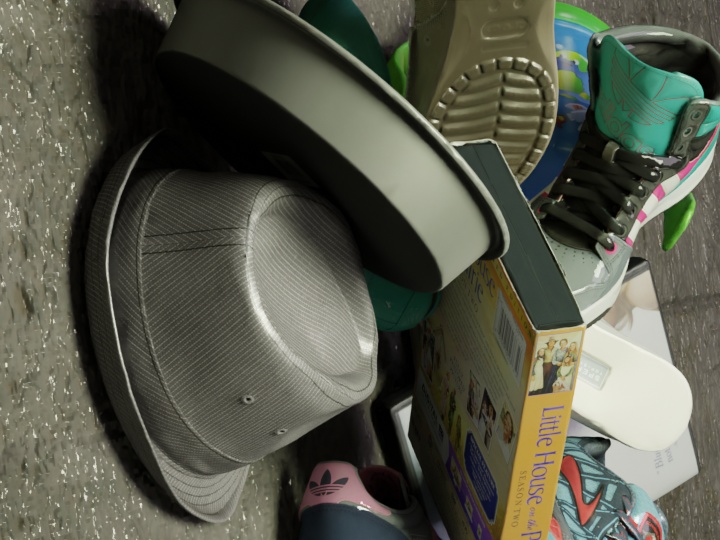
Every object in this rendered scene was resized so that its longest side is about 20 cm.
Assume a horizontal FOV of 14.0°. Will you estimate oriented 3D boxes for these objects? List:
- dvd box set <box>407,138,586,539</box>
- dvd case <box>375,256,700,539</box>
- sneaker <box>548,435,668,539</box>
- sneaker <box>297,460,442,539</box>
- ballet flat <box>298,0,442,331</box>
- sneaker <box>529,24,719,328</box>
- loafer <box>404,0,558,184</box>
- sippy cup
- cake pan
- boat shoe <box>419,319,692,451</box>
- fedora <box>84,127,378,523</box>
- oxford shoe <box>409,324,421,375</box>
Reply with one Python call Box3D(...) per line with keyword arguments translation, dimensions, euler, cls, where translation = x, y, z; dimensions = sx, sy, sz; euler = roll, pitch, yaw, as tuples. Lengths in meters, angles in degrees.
Box3D(translation=(0.065, 0.056, 1.478), dimensions=(0.147, 0.029, 0.201), euler=(-114, -157, -47), cls="dvd box set")
Box3D(translation=(0.105, 0.096, 1.684), dimensions=(0.199, 0.018, 0.143), euler=(-28, 114, -28), cls="dvd case")
Box3D(translation=(0.121, 0.142, 1.561), dimensions=(0.200, 0.095, 0.080), euler=(-108, -165, -57), cls="sneaker")
Box3D(translation=(0.024, 0.145, 1.541), dimensions=(0.200, 0.070, 0.083), euler=(25, 63, -68), cls="sneaker")
Box3D(translation=(-0.014, -0.062, 1.509), dimensions=(0.070, 0.067, 0.201), euler=(5, 58, -39), cls="ballet flat")
Box3D(translation=(0.134, -0.059, 1.535), dimensions=(0.200, 0.083, 0.121), euler=(-50, 158, -35), cls="sneaker")
Box3D(translation=(0.062, -0.122, 1.498), dimensions=(0.068, 0.075, 0.201), euler=(-111, -156, -50), cls="loafer")
Box3D(translation=(0.101, -0.066, 1.687), dimensions=(0.131, 0.177, 0.140), euler=(-93, 174, -55), cls="sippy cup")
Box3D(translation=(-0.019, -0.059, 1.373), dimensions=(0.037, 0.200, 0.200), euler=(-51, 142, -12), cls="cake pan")
Box3D(translation=(0.094, 0.032, 1.617), dimensions=(0.199, 0.068, 0.072), euler=(27, 85, -20), cls="boat shoe")
Box3D(translation=(-0.049, 0.022, 1.364), dimensions=(0.200, 0.090, 0.178), euler=(56, 33, -50), cls="fedora")
Box3D(translation=(0.069, 0.084, 1.699), dimensions=(0.075, 0.057, 0.201), euler=(-29, 113, -72), cls="oxford shoe")
